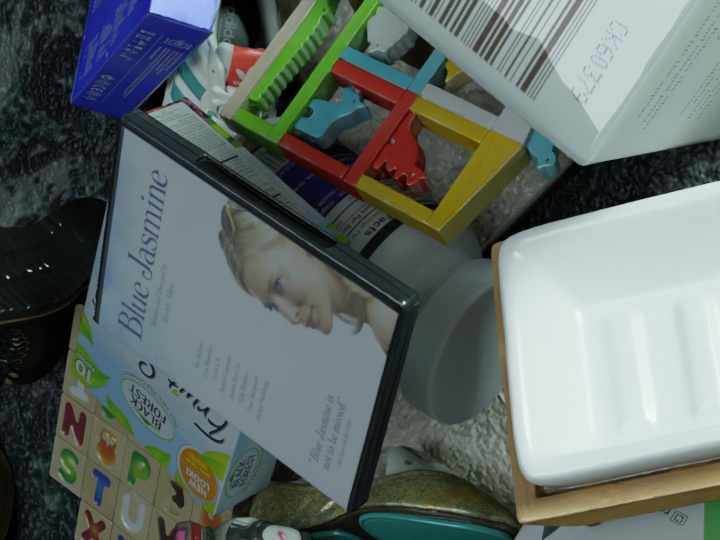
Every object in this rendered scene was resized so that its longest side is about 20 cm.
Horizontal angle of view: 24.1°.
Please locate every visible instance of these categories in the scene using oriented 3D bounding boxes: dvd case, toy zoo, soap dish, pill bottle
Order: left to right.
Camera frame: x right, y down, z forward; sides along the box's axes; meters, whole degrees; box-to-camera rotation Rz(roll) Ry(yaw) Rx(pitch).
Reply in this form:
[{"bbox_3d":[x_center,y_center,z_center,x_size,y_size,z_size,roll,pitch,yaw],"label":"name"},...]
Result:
[{"bbox_3d":[-0.062,0.021,0.892,0.199,0.017,0.144,34,131,25],"label":"dvd case"},{"bbox_3d":[0.000,0.000,0.996,0.199,0.115,0.117,34,110,32],"label":"pill bottle"},{"bbox_3d":[0.030,-0.098,0.959,0.199,0.020,0.132,30,78,31],"label":"toy zoo"},{"bbox_3d":[0.169,0.040,0.832,0.198,0.081,0.159,-13,56,16],"label":"soap dish"}]

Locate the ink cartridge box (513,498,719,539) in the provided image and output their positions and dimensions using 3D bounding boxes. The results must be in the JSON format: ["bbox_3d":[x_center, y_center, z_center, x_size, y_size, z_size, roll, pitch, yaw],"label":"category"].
[{"bbox_3d":[0.137,0.195,0.859,0.145,0.084,0.201,26,76,34],"label":"ink cartridge box"}]

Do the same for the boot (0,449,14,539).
[{"bbox_3d":[-0.342,0.150,1.294,0.154,0.073,0.202,-14,70,36],"label":"boot"}]

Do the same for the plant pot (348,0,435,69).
[{"bbox_3d":[0.055,-0.218,1.006,0.199,0.027,0.202,0,90,38],"label":"plant pot"}]

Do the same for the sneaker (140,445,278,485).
[{"bbox_3d":[-0.090,0.053,1.101,0.111,0.077,0.202,-4,99,33],"label":"sneaker"}]

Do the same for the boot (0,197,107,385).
[{"bbox_3d":[-0.238,0.039,1.136,0.077,0.199,0.139,42,120,16],"label":"boot"}]

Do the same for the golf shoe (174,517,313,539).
[{"bbox_3d":[-0.063,0.230,1.045,0.201,0.091,0.073,87,180,-46],"label":"golf shoe"}]

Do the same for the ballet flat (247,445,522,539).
[{"bbox_3d":[0.010,0.140,1.027,0.199,0.070,0.071,-13,83,36],"label":"ballet flat"}]

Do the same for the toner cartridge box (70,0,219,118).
[{"bbox_3d":[-0.135,-0.169,1.072,0.200,0.043,0.096,157,126,-65],"label":"toner cartridge box"}]

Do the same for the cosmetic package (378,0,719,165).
[{"bbox_3d":[0.130,-0.169,0.825,0.165,0.199,0.166,41,115,18],"label":"cosmetic package"}]

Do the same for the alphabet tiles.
[{"bbox_3d":[-0.139,0.116,1.097,0.166,0.006,0.202,30,119,32],"label":"alphabet tiles"}]

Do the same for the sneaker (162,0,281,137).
[{"bbox_3d":[-0.086,-0.104,1.061,0.093,0.070,0.202,168,107,-71],"label":"sneaker"}]

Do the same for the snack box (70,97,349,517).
[{"bbox_3d":[-0.093,0.024,0.978,0.142,0.053,0.201,42,134,25],"label":"snack box"}]
